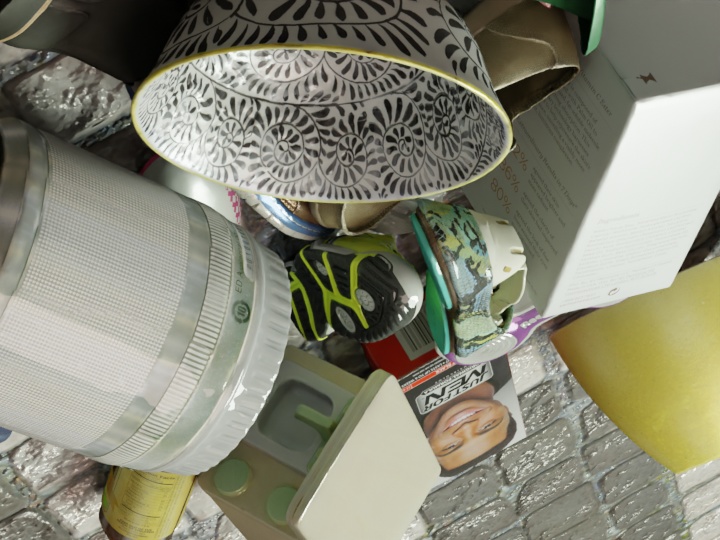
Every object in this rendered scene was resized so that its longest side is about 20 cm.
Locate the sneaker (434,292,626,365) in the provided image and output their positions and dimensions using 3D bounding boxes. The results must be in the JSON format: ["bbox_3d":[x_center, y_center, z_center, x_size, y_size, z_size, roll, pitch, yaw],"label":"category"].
[{"bbox_3d":[0.133,-0.011,1.253,0.200,0.100,0.075,-25,145,17],"label":"sneaker"}]

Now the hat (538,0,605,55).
[{"bbox_3d":[0.041,-0.205,0.936,0.175,0.166,0.200,-2,151,2],"label":"hat"}]

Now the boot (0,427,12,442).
[{"bbox_3d":[-0.264,0.062,1.070,0.090,0.073,0.200,-47,145,16],"label":"boot"}]

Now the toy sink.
[{"bbox_3d":[-0.034,0.145,1.296,0.131,0.112,0.200,-58,155,-16],"label":"toy sink"}]

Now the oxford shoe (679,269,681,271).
[{"bbox_3d":[0.219,-0.014,1.350,0.071,0.073,0.200,-36,151,8],"label":"oxford shoe"}]

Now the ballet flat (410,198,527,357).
[{"bbox_3d":[0.071,-0.003,1.086,0.074,0.074,0.200,-27,163,-4],"label":"ballet flat"}]

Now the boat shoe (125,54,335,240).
[{"bbox_3d":[-0.053,-0.081,1.045,0.072,0.072,0.200,-39,147,12],"label":"boat shoe"}]

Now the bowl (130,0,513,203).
[{"bbox_3d":[-0.017,-0.114,0.921,0.200,0.094,0.201,4,161,1],"label":"bowl"}]

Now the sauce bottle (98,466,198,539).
[{"bbox_3d":[-0.142,0.127,1.269,0.065,0.065,0.200,-7,141,-31],"label":"sauce bottle"}]

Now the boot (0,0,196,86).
[{"bbox_3d":[-0.100,-0.175,0.889,0.200,0.078,0.138,-30,155,25],"label":"boot"}]

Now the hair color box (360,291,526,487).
[{"bbox_3d":[0.068,0.092,1.391,0.101,0.061,0.200,-28,149,-4],"label":"hair color box"}]

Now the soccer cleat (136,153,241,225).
[{"bbox_3d":[-0.098,0.003,1.111,0.070,0.086,0.200,-21,146,-14],"label":"soccer cleat"}]

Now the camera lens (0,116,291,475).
[{"bbox_3d":[-0.160,0.017,0.973,0.200,0.160,0.160,24,122,-30],"label":"camera lens"}]

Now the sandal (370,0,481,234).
[{"bbox_3d":[0.039,-0.111,1.102,0.082,0.050,0.203,10,128,-24],"label":"sandal"}]

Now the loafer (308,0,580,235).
[{"bbox_3d":[0.050,-0.087,1.029,0.200,0.067,0.076,-46,154,18],"label":"loafer"}]

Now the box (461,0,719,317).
[{"bbox_3d":[0.152,-0.096,1.112,0.106,0.152,0.200,-12,144,-25],"label":"box"}]

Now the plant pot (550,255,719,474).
[{"bbox_3d":[0.273,0.080,1.399,0.200,0.142,0.200,-22,171,-4],"label":"plant pot"}]

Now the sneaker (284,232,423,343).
[{"bbox_3d":[0.000,0.000,1.149,0.076,0.076,0.200,-33,-169,-17],"label":"sneaker"}]
